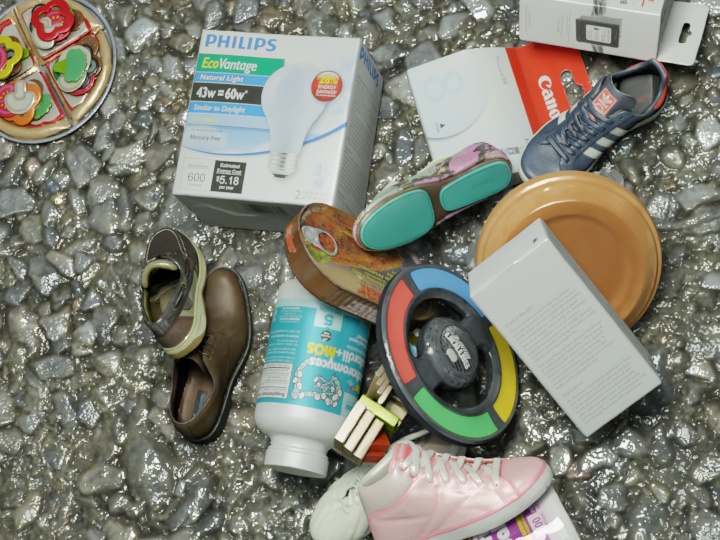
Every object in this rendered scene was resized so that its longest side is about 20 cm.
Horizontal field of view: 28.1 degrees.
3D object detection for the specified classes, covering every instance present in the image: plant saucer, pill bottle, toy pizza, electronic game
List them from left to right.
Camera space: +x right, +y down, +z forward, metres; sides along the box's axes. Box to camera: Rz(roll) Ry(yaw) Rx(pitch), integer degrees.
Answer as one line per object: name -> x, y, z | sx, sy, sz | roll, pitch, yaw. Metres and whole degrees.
toy pizza -> -0.399, -0.256, 1.790 | 0.197, 0.032, 0.203 | -4, 73, 12
pill bottle -> -0.053, 0.118, 1.561 | 0.109, 0.111, 0.203 | 6, 76, 14
electronic game -> 0.093, 0.087, 1.506 | 0.041, 0.198, 0.203 | -30, 65, 41
pill bottle -> 0.132, 0.309, 1.463 | 0.198, 0.112, 0.113 | -29, 70, 2
plant saucer -> 0.220, -0.004, 1.513 | 0.197, 0.038, 0.203 | 1, 111, 4

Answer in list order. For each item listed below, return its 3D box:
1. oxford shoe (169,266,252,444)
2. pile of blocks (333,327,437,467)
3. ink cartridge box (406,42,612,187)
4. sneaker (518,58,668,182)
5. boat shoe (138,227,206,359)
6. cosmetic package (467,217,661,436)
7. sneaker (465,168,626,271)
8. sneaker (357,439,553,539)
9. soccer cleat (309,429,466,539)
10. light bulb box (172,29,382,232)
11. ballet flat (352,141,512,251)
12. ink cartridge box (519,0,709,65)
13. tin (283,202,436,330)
oxford shoe -> -0.169, 0.088, 1.611 | 0.072, 0.084, 0.203 | 4, 73, 15
pile of blocks -> 0.043, 0.132, 1.519 | 0.062, 0.083, 0.200 | 31, 49, 9
ink cartridge box -> 0.167, -0.182, 1.631 | 0.197, 0.047, 0.162 | -19, 71, 9
sneaker -> 0.255, -0.166, 1.568 | 0.199, 0.085, 0.075 | -38, 75, -11
boat shoe -> -0.214, 0.010, 1.614 | 0.073, 0.065, 0.201 | -31, 39, 9
cosmetic package -> 0.209, 0.059, 1.479 | 0.101, 0.071, 0.201 | -37, 105, 13
sneaker -> 0.208, -0.032, 1.564 | 0.198, 0.082, 0.075 | -23, 31, 23
sneaker -> 0.088, 0.211, 1.446 | 0.198, 0.075, 0.106 | -25, 102, 15
soccer cleat -> 0.024, 0.223, 1.530 | 0.199, 0.078, 0.070 | -34, 70, 2
light bulb box -> -0.090, -0.156, 1.641 | 0.195, 0.125, 0.203 | 5, 76, 15
ballet flat -> 0.070, -0.083, 1.562 | 0.198, 0.070, 0.071 | -27, 37, -14
ink cartridge box -> 0.286, -0.302, 1.606 | 0.197, 0.067, 0.117 | 12, 49, 16
tin -> 0.000, 0.000, 1.536 | 0.042, 0.199, 0.113 | -41, 42, 29
